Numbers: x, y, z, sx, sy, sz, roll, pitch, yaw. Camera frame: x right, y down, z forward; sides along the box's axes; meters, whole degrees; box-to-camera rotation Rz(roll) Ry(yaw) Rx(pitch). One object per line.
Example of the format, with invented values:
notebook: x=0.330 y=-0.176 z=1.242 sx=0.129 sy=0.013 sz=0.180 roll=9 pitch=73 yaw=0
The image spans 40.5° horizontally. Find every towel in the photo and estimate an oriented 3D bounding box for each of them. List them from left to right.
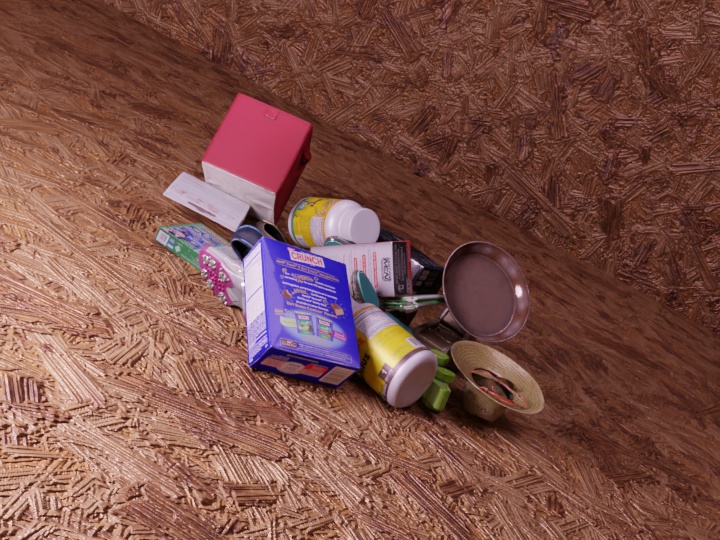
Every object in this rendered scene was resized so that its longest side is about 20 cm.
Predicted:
towel: x=0.048 y=0.060 z=1.853 sx=0.199 sy=0.024 sz=0.152 roll=-3 pitch=0 yaw=28

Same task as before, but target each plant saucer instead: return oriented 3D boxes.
plant saucer: x=0.236 y=0.044 z=1.879 sx=0.199 sy=0.202 sz=0.034 roll=22 pitch=-26 yaw=-21

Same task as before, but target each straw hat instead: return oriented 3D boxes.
straw hat: x=0.223 y=0.218 z=1.725 sx=0.200 sy=0.085 sz=0.201 roll=24 pitch=22 yaw=-10

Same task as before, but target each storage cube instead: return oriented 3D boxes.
storage cube: x=-0.218 y=-0.232 z=2.072 sx=0.199 sy=0.181 sz=0.171 roll=24 pitch=-22 yaw=3

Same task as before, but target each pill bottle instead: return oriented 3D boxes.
pill bottle: x=-0.054 y=-0.094 z=2.057 sx=0.112 sy=0.114 sz=0.199 roll=14 pitch=-3 yaw=-40
pill bottle: x=0.026 y=0.129 z=1.624 sx=0.200 sy=0.110 sz=0.109 roll=38 pitch=19 yaw=32

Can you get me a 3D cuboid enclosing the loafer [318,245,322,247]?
loafer: x=-0.020 y=0.005 z=1.999 sx=0.199 sy=0.071 sz=0.073 roll=20 pitch=18 yaw=-27

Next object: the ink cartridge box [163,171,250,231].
ink cartridge box: x=-0.313 y=-0.125 z=1.966 sx=0.159 sy=0.047 sz=0.200 roll=28 pitch=17 yaw=-7

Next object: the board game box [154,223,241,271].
board game box: x=-0.256 y=-0.021 z=1.766 sx=0.199 sy=0.029 sz=0.134 roll=34 pitch=16 yaw=18

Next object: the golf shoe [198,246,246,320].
golf shoe: x=-0.186 y=0.024 z=1.625 sx=0.200 sy=0.076 sz=0.091 roll=41 pitch=47 yaw=19

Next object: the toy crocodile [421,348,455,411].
toy crocodile: x=0.120 y=0.185 z=1.688 sx=0.061 sy=0.068 sz=0.200 roll=19 pitch=15 yaw=-9

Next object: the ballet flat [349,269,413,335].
ballet flat: x=0.018 y=0.084 z=1.748 sx=0.200 sy=0.075 sz=0.068 roll=50 pitch=31 yaw=-32

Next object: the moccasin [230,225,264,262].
moccasin: x=-0.159 y=0.017 z=1.686 sx=0.200 sy=0.080 sz=0.068 roll=46 pitch=25 yaw=-2

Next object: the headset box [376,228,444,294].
headset box: x=0.070 y=-0.017 z=2.148 sx=0.199 sy=0.093 sz=0.174 roll=35 pitch=10 yaw=21

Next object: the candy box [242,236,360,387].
candy box: x=-0.095 y=0.066 z=1.533 sx=0.168 sy=0.077 sz=0.201 roll=18 pitch=49 yaw=-33

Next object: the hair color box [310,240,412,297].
hair color box: x=0.000 y=0.000 z=1.823 sx=0.199 sy=0.102 sz=0.061 roll=-2 pitch=1 yaw=40

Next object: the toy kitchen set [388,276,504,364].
toy kitchen set: x=0.156 y=0.061 z=1.925 sx=0.163 sy=0.181 sz=0.200 roll=32 pitch=17 yaw=17

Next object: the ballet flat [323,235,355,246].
ballet flat: x=0.005 y=-0.006 z=1.956 sx=0.200 sy=0.074 sz=0.074 roll=47 pitch=11 yaw=-16

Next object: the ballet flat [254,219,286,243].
ballet flat: x=-0.173 y=-0.063 z=2.001 sx=0.067 sy=0.047 sz=0.200 roll=22 pitch=17 yaw=-23
